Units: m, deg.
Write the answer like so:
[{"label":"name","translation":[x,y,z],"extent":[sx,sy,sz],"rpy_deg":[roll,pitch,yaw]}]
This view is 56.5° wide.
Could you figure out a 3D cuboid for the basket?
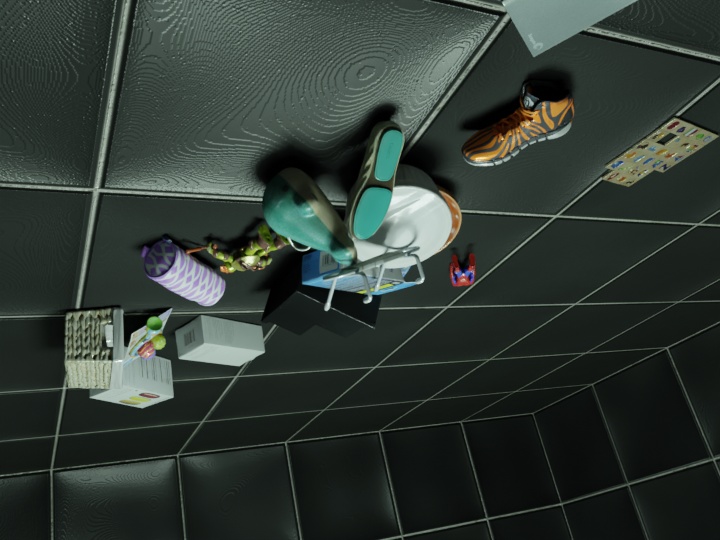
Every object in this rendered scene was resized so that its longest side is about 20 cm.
[{"label":"basket","translation":[-0.604,0.182,1.522],"extent":[0.123,0.136,0.200],"rpy_deg":[-1,153,-21]}]

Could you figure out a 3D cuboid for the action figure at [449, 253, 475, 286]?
[{"label":"action figure","translation":[0.255,0.002,1.665],"extent":[0.065,0.052,0.200],"rpy_deg":[-9,161,4]}]

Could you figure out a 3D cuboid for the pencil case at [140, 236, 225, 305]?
[{"label":"pencil case","translation":[-0.353,0.009,1.343],"extent":[0.085,0.084,0.200],"rpy_deg":[16,165,26]}]

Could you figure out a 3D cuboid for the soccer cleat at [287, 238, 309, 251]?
[{"label":"soccer cleat","translation":[-0.105,-0.068,1.292],"extent":[0.068,0.086,0.200],"rpy_deg":[-19,154,13]}]

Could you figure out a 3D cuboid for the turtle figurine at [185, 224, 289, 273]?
[{"label":"turtle figurine","translation":[-0.230,-0.034,1.328],"extent":[0.161,0.065,0.200],"rpy_deg":[-29,151,32]}]

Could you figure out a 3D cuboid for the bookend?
[{"label":"bookend","translation":[-0.090,0.084,1.513],"extent":[0.199,0.092,0.199],"rpy_deg":[26,146,-19]}]

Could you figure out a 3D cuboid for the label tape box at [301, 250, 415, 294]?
[{"label":"label tape box","translation":[0.000,0.000,1.375],"extent":[0.199,0.066,0.143],"rpy_deg":[8,165,-35]}]

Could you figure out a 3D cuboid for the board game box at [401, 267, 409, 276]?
[{"label":"board game box","translation":[0.026,-0.033,1.482],"extent":[0.199,0.044,0.199],"rpy_deg":[-4,153,-17]}]

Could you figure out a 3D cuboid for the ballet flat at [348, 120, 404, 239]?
[{"label":"ballet flat","translation":[0.024,-0.149,1.104],"extent":[0.067,0.062,0.201],"rpy_deg":[11,109,-27]}]

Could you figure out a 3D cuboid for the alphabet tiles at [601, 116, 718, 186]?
[{"label":"alphabet tiles","translation":[0.606,-0.237,1.380],"extent":[0.167,0.008,0.200],"rpy_deg":[6,150,-36]}]

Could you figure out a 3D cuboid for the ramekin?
[{"label":"ramekin","translation":[0.063,-0.106,1.232],"extent":[0.201,0.094,0.203],"rpy_deg":[-5,137,-5]}]

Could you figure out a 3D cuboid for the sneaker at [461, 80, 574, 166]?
[{"label":"sneaker","translation":[0.257,-0.253,1.109],"extent":[0.199,0.078,0.112],"rpy_deg":[-25,151,0]}]

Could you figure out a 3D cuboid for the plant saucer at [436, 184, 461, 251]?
[{"label":"plant saucer","translation":[0.101,-0.098,1.338],"extent":[0.199,0.032,0.201],"rpy_deg":[-4,137,-4]}]

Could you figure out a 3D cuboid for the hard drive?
[{"label":"hard drive","translation":[0.297,-0.380,0.891],"extent":[0.199,0.033,0.139],"rpy_deg":[-25,153,24]}]

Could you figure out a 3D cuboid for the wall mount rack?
[{"label":"wall mount rack","translation":[0.015,0.017,1.197],"extent":[0.199,0.075,0.174],"rpy_deg":[-19,-175,-30]}]

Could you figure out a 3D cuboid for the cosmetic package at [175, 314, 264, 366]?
[{"label":"cosmetic package","translation":[-0.355,0.182,1.711],"extent":[0.113,0.081,0.200],"rpy_deg":[-28,152,31]}]

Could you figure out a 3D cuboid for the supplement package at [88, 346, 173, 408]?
[{"label":"supplement package","translation":[-0.602,0.284,1.766],"extent":[0.113,0.110,0.200],"rpy_deg":[-21,154,18]}]

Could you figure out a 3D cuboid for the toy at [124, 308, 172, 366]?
[{"label":"toy","translation":[-0.501,0.175,1.597],"extent":[0.115,0.047,0.200],"rpy_deg":[-38,169,-38]}]

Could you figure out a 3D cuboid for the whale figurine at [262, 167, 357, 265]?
[{"label":"whale figurine","translation":[-0.089,-0.079,1.135],"extent":[0.104,0.200,0.159],"rpy_deg":[-39,166,-5]}]
